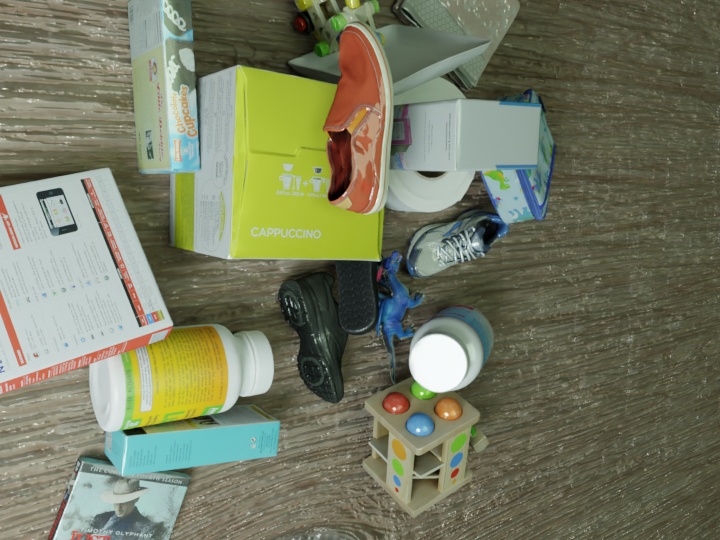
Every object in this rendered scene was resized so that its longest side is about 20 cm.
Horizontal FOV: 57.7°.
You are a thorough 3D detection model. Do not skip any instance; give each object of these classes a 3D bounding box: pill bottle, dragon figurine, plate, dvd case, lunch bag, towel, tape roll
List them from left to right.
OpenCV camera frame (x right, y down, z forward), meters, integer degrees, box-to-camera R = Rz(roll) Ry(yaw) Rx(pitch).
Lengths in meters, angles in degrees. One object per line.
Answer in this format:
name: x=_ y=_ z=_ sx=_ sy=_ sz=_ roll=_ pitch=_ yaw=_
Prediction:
dvd case: x=-0.311 y=0.339 z=0.805 sx=0.146 sy=0.022 sz=0.200 roll=24 pitch=81 yaw=-35
pill bottle: x=-0.212 y=0.123 z=0.791 sx=0.200 sy=0.111 sz=0.111 roll=-3 pitch=98 yaw=-35
dragon figurine: x=0.036 y=0.066 z=0.990 sx=0.099 sy=0.059 sz=0.200 roll=10 pitch=99 yaw=-35
plate: x=0.038 y=-0.279 z=0.872 sx=0.200 sy=0.199 sz=0.032 roll=-31 pitch=130 yaw=-28
tape roll: x=0.087 y=-0.188 z=0.989 sx=0.202 sy=0.071 sz=0.203 roll=-5 pitch=98 yaw=-35
pill bottle: x=0.136 y=0.117 z=0.984 sx=0.200 sy=0.109 sz=0.109 roll=-15 pitch=108 yaw=-71
towel: x=0.158 y=-0.420 z=1.034 sx=0.200 sy=0.032 sz=0.191 roll=37 pitch=75 yaw=-34
lunch bag: x=0.260 y=-0.183 z=1.062 sx=0.161 sy=0.082 sz=0.200 roll=60 pitch=37 yaw=-35

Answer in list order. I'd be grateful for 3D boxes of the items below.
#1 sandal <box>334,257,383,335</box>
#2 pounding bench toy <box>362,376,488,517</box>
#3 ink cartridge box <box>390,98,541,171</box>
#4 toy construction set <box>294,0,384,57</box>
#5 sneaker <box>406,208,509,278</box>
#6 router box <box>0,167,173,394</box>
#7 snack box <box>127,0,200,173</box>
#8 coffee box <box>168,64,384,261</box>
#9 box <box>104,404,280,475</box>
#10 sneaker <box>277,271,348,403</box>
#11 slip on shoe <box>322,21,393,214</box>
sandal: x=0.000 y=0.000 z=0.933 sx=0.045 sy=0.075 sz=0.200 roll=41 pitch=45 yaw=-57
pounding bench toy: x=0.119 y=0.240 z=1.006 sx=0.200 sy=0.124 sz=0.156 roll=-20 pitch=126 yaw=-32
ink cartridge box: x=0.107 y=-0.172 z=0.842 sx=0.144 sy=0.200 sz=0.085 roll=-7 pitch=104 yaw=-34
toy construction set: x=-0.041 y=-0.364 z=0.835 sx=0.092 sy=0.131 sz=0.200 roll=-21 pitch=103 yaw=-31
sneaker: x=0.159 y=-0.047 z=1.049 sx=0.200 sy=0.085 sz=0.077 roll=-32 pitch=113 yaw=-27
router box: x=-0.320 y=0.003 z=0.684 sx=0.179 sy=0.049 sz=0.200 roll=-18 pitch=77 yaw=-32
snack box: x=-0.223 y=-0.211 z=0.738 sx=0.037 sy=0.116 sz=0.200 roll=-6 pitch=100 yaw=-35
coffee box: x=-0.102 y=-0.116 z=0.786 sx=0.199 sy=0.198 sz=0.200 roll=0 pitch=96 yaw=-35
box: x=-0.208 y=0.209 z=0.823 sx=0.200 sy=0.082 sz=0.049 roll=3 pitch=95 yaw=-35
sneaker: x=-0.047 y=0.095 z=0.932 sx=0.091 sy=0.076 sz=0.200 roll=-27 pitch=114 yaw=-39
slip on shoe: x=-0.007 y=-0.159 z=0.687 sx=0.061 sy=0.074 sz=0.200 roll=-5 pitch=101 yaw=-32
